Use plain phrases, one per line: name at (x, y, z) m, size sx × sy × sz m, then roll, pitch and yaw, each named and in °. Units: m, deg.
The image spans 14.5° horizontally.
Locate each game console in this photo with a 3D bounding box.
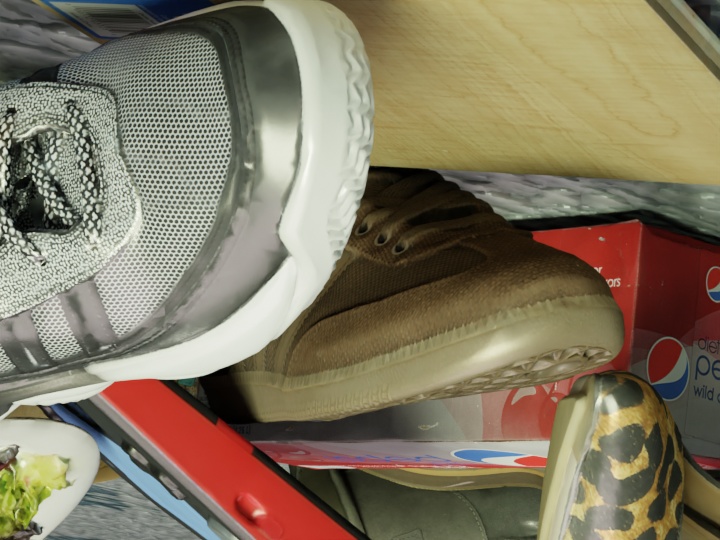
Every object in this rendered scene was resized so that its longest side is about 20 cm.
game console at (-0.082, 0.037, 0.851) m, size 0.177 × 0.031 × 0.200 m, roll 41°, pitch 172°, yaw -30°

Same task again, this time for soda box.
soda box at (0.034, 0.028, 0.917) m, size 0.063 × 0.070 × 0.199 m, roll 15°, pitch 167°, yaw -43°

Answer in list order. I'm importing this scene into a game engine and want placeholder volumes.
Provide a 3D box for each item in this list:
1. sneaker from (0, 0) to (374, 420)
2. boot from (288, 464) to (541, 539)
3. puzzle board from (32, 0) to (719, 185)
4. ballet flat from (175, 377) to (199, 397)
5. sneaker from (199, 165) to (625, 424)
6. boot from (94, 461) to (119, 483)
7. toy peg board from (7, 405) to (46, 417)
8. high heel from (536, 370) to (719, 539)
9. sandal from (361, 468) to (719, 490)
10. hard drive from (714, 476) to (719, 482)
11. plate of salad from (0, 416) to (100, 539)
sneaker at (-0.092, -0.009, 0.606) m, size 0.113 × 0.076 × 0.200 m, roll 5°, pitch 160°, yaw -42°
boot at (0.072, 0.068, 1.116) m, size 0.199 × 0.073 × 0.182 m, roll -15°, pitch -147°, yaw -4°
puzzle board at (0.012, -0.053, 0.648) m, size 0.150 × 0.017 × 0.200 m, roll 4°, pitch 169°, yaw 23°
ballet flat at (-0.068, 0.039, 1.073) m, size 0.070 × 0.071 × 0.200 m, roll 8°, pitch 170°, yaw -3°
sneaker at (0.000, 0.000, 0.764) m, size 0.070 × 0.076 × 0.200 m, roll -8°, pitch 178°, yaw -27°
boot at (-0.198, 0.048, 1.195) m, size 0.199 × 0.073 × 0.155 m, roll 12°, pitch 168°, yaw -17°
toy peg board at (-0.219, 0.071, 1.039) m, size 0.198 × 0.201 × 0.098 m, roll 10°, pitch -176°, yaw -15°
high heel at (0.121, 0.084, 0.786) m, size 0.142 × 0.072 × 0.200 m, roll 7°, pitch 150°, yaw 10°
sandal at (0.064, 0.047, 1.026) m, size 0.080 × 0.054 × 0.200 m, roll -22°, pitch -161°, yaw -37°
hard drive at (0.180, 0.067, 0.897) m, size 0.199 × 0.033 × 0.139 m, roll -22°, pitch 167°, yaw 21°
plate of salad at (-0.162, 0.099, 0.801) m, size 0.199 × 0.048 × 0.200 m, roll -24°, pitch 162°, yaw -8°
